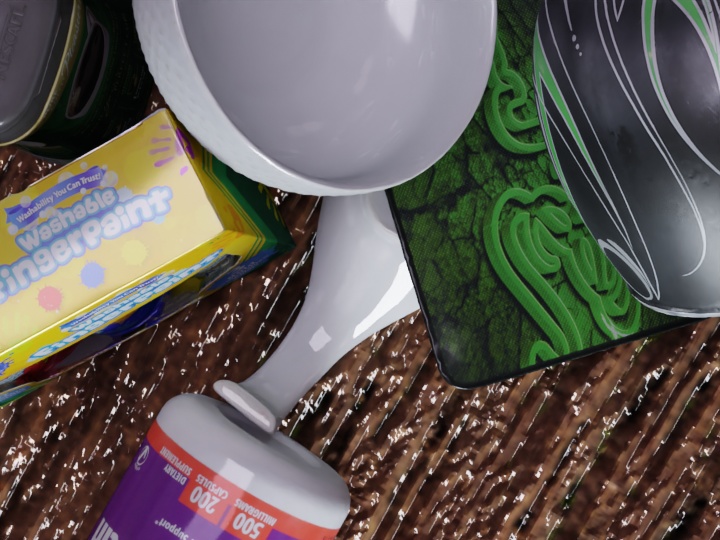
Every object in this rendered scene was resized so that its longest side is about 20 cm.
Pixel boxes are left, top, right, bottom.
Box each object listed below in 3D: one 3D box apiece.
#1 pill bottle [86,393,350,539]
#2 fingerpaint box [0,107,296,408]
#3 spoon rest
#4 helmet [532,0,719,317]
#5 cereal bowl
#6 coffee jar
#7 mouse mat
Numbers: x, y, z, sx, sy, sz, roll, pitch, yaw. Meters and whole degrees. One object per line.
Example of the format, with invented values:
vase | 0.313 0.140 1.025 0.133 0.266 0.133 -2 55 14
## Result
pill bottle | -0.097 0.172 1.240 0.112 0.112 0.200 30 93 10
fingerpaint box | -0.148 0.002 1.229 0.200 0.167 0.074 -28 83 8
spoon rest | 0.000 0.000 1.264 0.099 0.061 0.200 39 82 8
helmet | 0.174 -0.093 1.155 0.199 0.200 0.191 -15 109 10
cereal bowl | -0.032 -0.134 1.180 0.083 0.200 0.201 -5 86 54
coffee jar | -0.171 -0.112 1.220 0.085 0.200 0.105 17 91 11
mouse mat | 0.091 -0.052 1.242 0.160 0.008 0.201 -16 85 -8
